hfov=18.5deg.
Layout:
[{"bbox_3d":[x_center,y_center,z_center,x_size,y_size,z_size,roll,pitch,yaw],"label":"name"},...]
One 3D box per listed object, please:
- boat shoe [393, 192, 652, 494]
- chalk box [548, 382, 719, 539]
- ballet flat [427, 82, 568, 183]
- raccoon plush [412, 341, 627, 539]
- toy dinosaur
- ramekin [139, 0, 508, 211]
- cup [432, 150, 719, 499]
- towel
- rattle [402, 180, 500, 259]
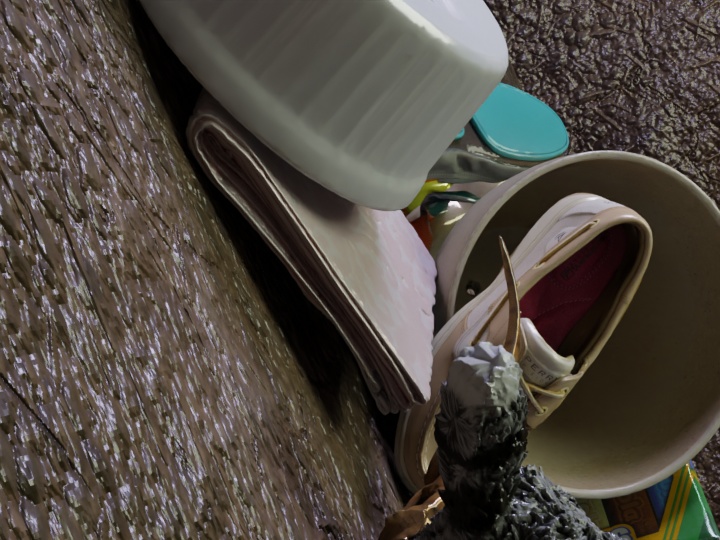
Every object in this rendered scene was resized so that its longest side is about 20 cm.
[{"bbox_3d":[0.091,0.042,1.221,0.074,0.201,0.069,36,-10,-19],"label":"boat shoe"},{"bbox_3d":[0.152,0.154,1.404,0.201,0.123,0.125,-102,176,-49],"label":"chalk box"},{"bbox_3d":[0.049,-0.082,1.356,0.199,0.064,0.068,2,58,-51],"label":"ballet flat"},{"bbox_3d":[0.108,0.119,1.046,0.097,0.133,0.201,49,-37,42],"label":"raccoon plush"},{"bbox_3d":[0.063,0.091,1.148,0.201,0.060,0.107,-62,163,-44],"label":"toy dinosaur"},{"bbox_3d":[-0.016,-0.136,1.149,0.200,0.098,0.201,40,18,-16],"label":"ramekin"},{"bbox_3d":[0.116,0.026,1.344,0.201,0.199,0.143,63,-16,-14],"label":"cup"},{"bbox_3d":[-0.022,-0.035,1.185,0.192,0.032,0.200,55,14,-16],"label":"towel"},{"bbox_3d":[0.036,-0.061,1.465,0.200,0.130,0.144,-2,63,-61],"label":"rattle"}]
